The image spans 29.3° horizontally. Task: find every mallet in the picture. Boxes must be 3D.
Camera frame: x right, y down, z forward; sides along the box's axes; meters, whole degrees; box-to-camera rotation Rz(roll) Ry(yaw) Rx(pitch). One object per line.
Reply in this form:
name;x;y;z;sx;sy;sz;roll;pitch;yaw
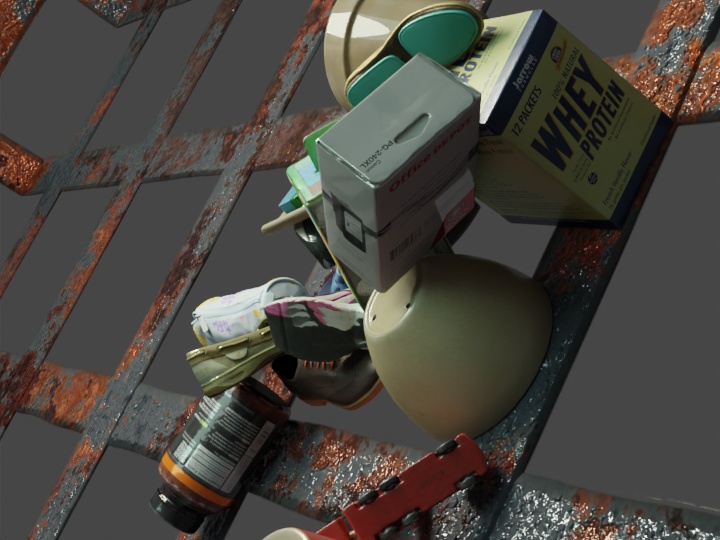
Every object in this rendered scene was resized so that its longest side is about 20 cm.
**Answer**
mallet;0.081;-0.071;1.702;0.066;0.041;0.200;-56;22;-7

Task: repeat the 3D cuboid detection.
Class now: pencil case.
pencil case;-0.148;0.063;1.872;0.200;0.091;0.083;-15;48;52

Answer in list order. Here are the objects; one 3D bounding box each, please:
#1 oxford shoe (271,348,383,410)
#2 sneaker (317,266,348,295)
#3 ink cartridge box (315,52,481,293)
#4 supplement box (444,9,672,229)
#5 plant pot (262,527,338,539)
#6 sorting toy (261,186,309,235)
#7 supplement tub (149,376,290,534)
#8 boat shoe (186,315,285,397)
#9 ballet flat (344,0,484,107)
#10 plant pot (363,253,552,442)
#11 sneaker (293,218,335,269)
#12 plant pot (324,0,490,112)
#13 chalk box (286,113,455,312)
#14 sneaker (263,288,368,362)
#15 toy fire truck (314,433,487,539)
oxford shoe;-0.036;0.121;1.639;0.200;0.072;0.071;-17;46;52
sneaker;0.000;0.000;1.703;0.200;0.082;0.074;-31;37;45
ink cartridge box;0.039;-0.093;1.342;0.083;0.200;0.145;39;69;22
supplement box;0.174;-0.153;1.449;0.200;0.199;0.135;6;66;61
plant pot;-0.023;0.337;1.264;0.200;0.177;0.201;-39;31;29
sorting toy;-0.029;-0.132;1.725;0.200;0.037;0.185;-50;16;-30
supplement tub;-0.181;0.228;1.726;0.200;0.107;0.107;-55;27;2
boat shoe;-0.123;0.082;1.682;0.200;0.063;0.073;-33;3;-32
ballet flat;0.057;-0.236;1.444;0.200;0.069;0.063;-29;23;41
plant pot;0.082;0.061;1.441;0.200;0.134;0.201;-41;30;30
sneaker;-0.024;-0.066;1.770;0.084;0.075;0.200;-38;7;19
plant pot;0.081;-0.286;1.794;0.173;0.200;0.201;13;70;45
chalk box;0.002;-0.080;1.526;0.124;0.201;0.124;-28;25;-2
sneaker;-0.010;0.055;1.607;0.086;0.199;0.081;-64;-26;-66
toy fire truck;0.036;0.236;1.379;0.199;0.049;0.141;-32;-11;-4
